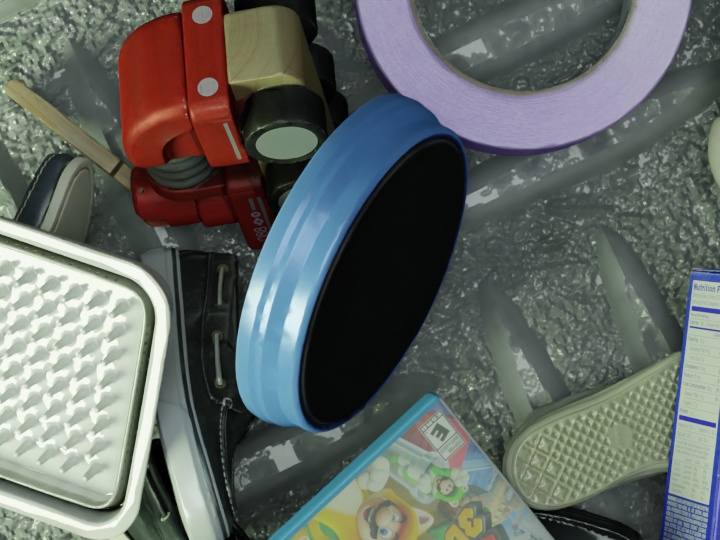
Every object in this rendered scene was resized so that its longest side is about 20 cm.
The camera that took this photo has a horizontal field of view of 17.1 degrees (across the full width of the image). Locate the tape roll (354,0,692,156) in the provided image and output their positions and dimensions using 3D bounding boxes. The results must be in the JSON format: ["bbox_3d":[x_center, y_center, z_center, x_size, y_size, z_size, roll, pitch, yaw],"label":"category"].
[{"bbox_3d":[0.095,-0.170,1.422,0.198,0.066,0.202,0,89,0],"label":"tape roll"}]

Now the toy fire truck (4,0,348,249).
[{"bbox_3d":[-0.112,-0.086,1.376,0.198,0.176,0.129,-9,62,6],"label":"toy fire truck"}]

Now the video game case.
[{"bbox_3d":[0.050,0.191,1.368,0.143,0.018,0.200,-42,104,-11],"label":"video game case"}]

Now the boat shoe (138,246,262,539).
[{"bbox_3d":[-0.085,0.065,1.381,0.070,0.072,0.201,-8,58,-4],"label":"boat shoe"}]

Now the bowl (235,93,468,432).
[{"bbox_3d":[0.000,0.000,1.353,0.039,0.201,0.202,25,90,20],"label":"bowl"}]

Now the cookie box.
[{"bbox_3d":[0.269,0.106,1.393,0.170,0.075,0.202,7,90,-20],"label":"cookie box"}]

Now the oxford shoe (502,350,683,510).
[{"bbox_3d":[0.171,0.092,1.428,0.199,0.058,0.076,-17,92,-15],"label":"oxford shoe"}]

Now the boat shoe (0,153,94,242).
[{"bbox_3d":[-0.212,0.016,1.405,0.062,0.075,0.201,28,114,15],"label":"boat shoe"}]

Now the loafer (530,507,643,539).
[{"bbox_3d":[0.072,0.174,1.417,0.199,0.070,0.069,2,90,0],"label":"loafer"}]

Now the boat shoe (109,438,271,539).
[{"bbox_3d":[-0.075,0.173,1.386,0.199,0.074,0.066,45,108,31],"label":"boat shoe"}]

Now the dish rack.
[{"bbox_3d":[-0.198,0.047,1.343,0.199,0.044,0.173,18,112,15],"label":"dish rack"}]

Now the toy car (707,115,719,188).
[{"bbox_3d":[0.307,-0.100,1.372,0.199,0.150,0.176,29,81,0],"label":"toy car"}]
